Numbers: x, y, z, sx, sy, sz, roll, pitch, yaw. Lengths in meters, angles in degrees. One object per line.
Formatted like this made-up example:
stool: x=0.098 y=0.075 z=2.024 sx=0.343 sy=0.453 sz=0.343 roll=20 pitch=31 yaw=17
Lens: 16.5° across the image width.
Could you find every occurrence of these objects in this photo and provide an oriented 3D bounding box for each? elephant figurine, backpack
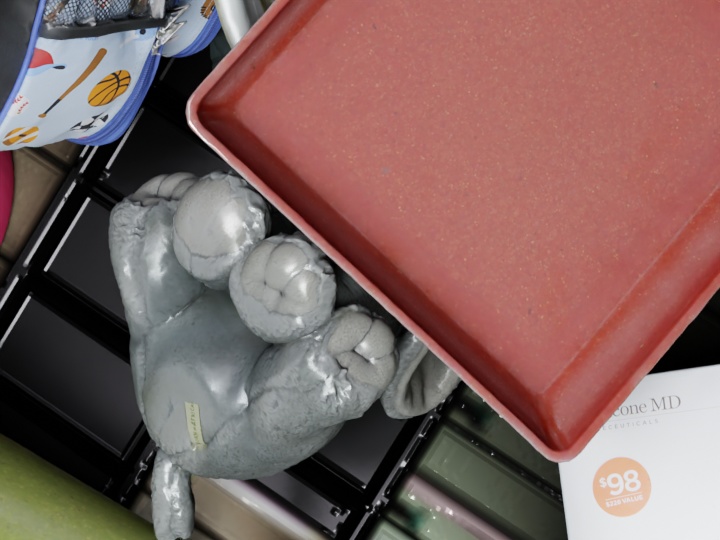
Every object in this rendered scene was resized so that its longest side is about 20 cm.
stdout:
elephant figurine: x=0.000 y=0.000 z=1.032 sx=0.155 sy=0.200 sz=0.142 roll=-19 pitch=96 yaw=39
backpack: x=-0.141 y=-0.147 z=1.049 sx=0.200 sy=0.154 sz=0.191 roll=54 pitch=128 yaw=36

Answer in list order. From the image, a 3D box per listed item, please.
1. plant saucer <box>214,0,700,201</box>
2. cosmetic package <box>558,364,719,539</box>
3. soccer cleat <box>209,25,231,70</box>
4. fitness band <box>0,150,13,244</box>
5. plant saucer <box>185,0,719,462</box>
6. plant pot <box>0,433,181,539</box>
plant saucer: x=0.034 y=-0.127 z=0.969 sx=0.200 sy=0.050 sz=0.200 roll=-1 pitch=93 yaw=-15
cosmetic package: x=0.185 y=0.108 z=0.997 sx=0.200 sy=0.052 sz=0.151 roll=-9 pitch=81 yaw=16
soccer cleat: x=-0.026 y=-0.162 z=1.065 sx=0.068 sy=0.081 sz=0.200 roll=18 pitch=91 yaw=17
fitness band: x=-0.254 y=-0.052 z=1.150 sx=0.200 sy=0.037 sz=0.144 roll=26 pitch=90 yaw=16
plant saucer: x=0.065 y=-0.065 z=0.937 sx=0.200 sy=0.037 sz=0.200 roll=43 pitch=82 yaw=-14
plant pot: x=-0.175 y=0.143 z=1.041 sx=0.184 sy=0.200 sz=0.200 roll=23 pitch=92 yaw=6
